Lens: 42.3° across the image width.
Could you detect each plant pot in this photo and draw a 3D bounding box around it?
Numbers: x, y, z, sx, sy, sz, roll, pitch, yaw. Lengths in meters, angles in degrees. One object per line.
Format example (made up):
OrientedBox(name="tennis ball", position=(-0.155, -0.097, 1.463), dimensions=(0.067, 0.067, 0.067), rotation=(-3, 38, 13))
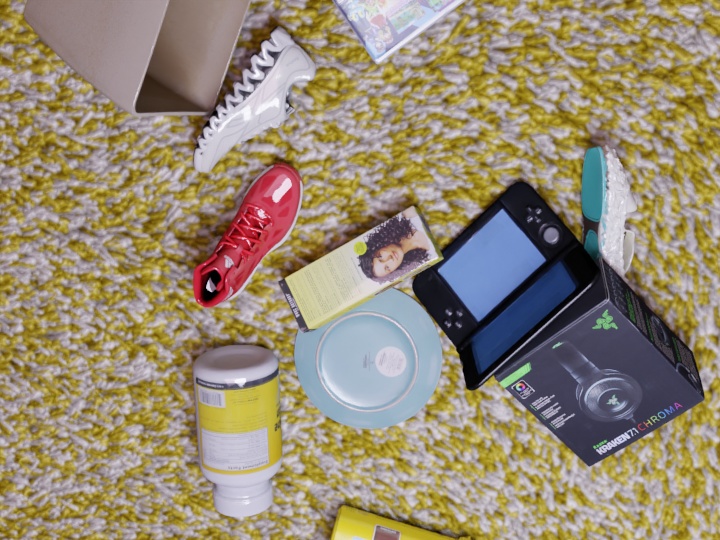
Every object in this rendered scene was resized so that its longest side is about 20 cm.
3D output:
OrientedBox(name="plant pot", position=(-0.245, -0.299, 1.020), dimensions=(0.175, 0.200, 0.202), rotation=(25, 105, 9))

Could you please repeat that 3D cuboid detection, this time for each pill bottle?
OrientedBox(name="pill bottle", position=(-0.157, 0.207, 1.203), dimensions=(0.110, 0.112, 0.204), rotation=(0, 105, 4))

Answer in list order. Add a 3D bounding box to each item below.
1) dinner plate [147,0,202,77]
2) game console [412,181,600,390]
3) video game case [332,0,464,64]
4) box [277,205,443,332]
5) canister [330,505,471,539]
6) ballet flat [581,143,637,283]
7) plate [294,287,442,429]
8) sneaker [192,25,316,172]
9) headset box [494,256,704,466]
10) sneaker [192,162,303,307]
OrientedBox(name="dinner plate", position=(-0.258, -0.308, 1.122), dimensions=(0.196, 0.024, 0.204), rotation=(1, 106, 3))
OrientedBox(name="game console", position=(0.162, 0.012, 1.095), dimensions=(0.200, 0.116, 0.177), rotation=(-43, 70, 13))
OrientedBox(name="video game case", position=(0.048, -0.367, 1.058), dimensions=(0.199, 0.023, 0.183), rotation=(-34, 117, 11))
OrientedBox(name="box", position=(0.000, 0.000, 1.160), dimensions=(0.198, 0.050, 0.076), rotation=(-30, 82, 12))
OrientedBox(name="canister", position=(0.048, 0.413, 1.256), dimensions=(0.197, 0.087, 0.151), rotation=(16, 105, 2))
OrientedBox(name="ballet flat", position=(0.302, -0.057, 1.129), dimensions=(0.070, 0.072, 0.203), rotation=(1, 110, 4))
OrientedBox(name="plate", position=(0.009, 0.117, 1.212), dimensions=(0.196, 0.026, 0.204), rotation=(1, 104, 5))
OrientedBox(name="sneaker", position=(-0.131, -0.191, 1.121), dimensions=(0.081, 0.075, 0.201), rotation=(36, 105, -15))
OrientedBox(name="headset box", position=(0.277, 0.108, 1.117), dimensions=(0.173, 0.093, 0.200), rotation=(-38, 111, 27))
OrientedBox(name="sneaker", position=(-0.137, -0.033, 1.136), dimensions=(0.078, 0.116, 0.202), rotation=(29, 105, -4))
